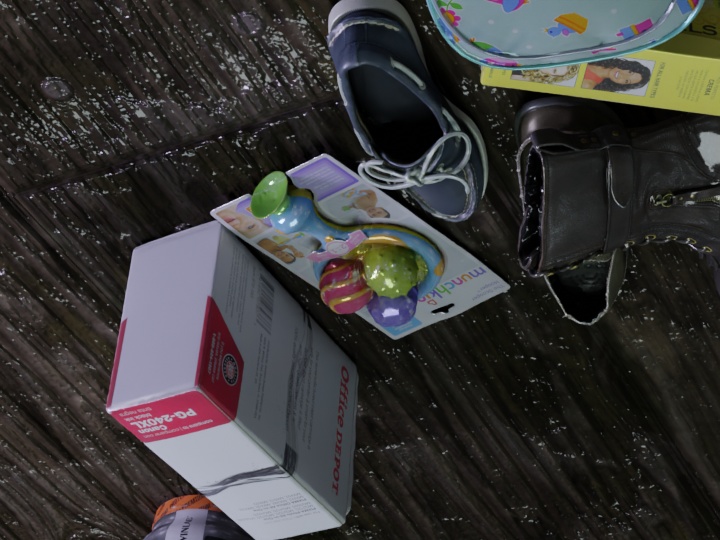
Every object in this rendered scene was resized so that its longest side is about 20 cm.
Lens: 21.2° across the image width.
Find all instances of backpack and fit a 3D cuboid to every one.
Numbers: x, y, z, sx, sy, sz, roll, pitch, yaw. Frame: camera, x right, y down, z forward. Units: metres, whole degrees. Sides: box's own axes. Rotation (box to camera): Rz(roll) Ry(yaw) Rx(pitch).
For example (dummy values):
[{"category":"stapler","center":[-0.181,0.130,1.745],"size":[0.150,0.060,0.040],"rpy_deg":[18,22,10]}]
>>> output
[{"category":"backpack","center":[0.102,-0.195,1.003],"size":[0.174,0.155,0.201],"rpy_deg":[-10,143,12]}]

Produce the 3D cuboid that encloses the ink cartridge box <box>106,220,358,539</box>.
[{"category":"ink cartridge box","center":[-0.087,0.085,1.394],"size":[0.083,0.146,0.200],"rpy_deg":[-16,138,25]}]

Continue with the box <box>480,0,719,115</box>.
[{"category":"box","center":[0.172,-0.138,1.132],"size":[0.198,0.076,0.050],"rpy_deg":[8,141,-1]}]

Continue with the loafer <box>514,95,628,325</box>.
[{"category":"loafer","center":[0.146,-0.036,1.268],"size":[0.074,0.070,0.201],"rpy_deg":[-6,141,15]}]

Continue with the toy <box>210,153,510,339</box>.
[{"category":"toy","center":[0.000,0.000,1.353],"size":[0.115,0.048,0.200],"rpy_deg":[-24,133,36]}]

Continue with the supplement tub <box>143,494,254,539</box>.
[{"category":"supplement tub","center":[-0.142,0.302,1.640],"size":[0.121,0.202,0.123],"rpy_deg":[3,143,2]}]

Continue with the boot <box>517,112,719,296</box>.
[{"category":"boot","center":[0.180,-0.033,1.223],"size":[0.172,0.069,0.201],"rpy_deg":[-19,132,-9]}]

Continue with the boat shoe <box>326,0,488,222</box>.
[{"category":"boat shoe","center":[0.033,-0.089,1.221],"size":[0.074,0.062,0.201],"rpy_deg":[-8,141,15]}]
